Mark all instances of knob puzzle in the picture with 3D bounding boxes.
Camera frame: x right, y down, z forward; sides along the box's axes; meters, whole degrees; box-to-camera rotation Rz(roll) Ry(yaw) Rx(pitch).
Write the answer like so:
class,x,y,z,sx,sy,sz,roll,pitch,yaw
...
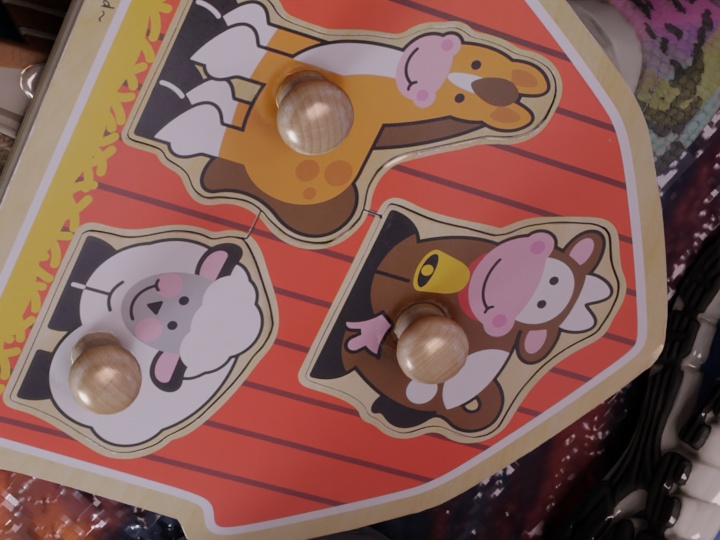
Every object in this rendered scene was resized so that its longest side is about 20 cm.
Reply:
class,x,y,z,sx,sy,sz,roll,pitch,yaw
knob puzzle,0.000,0.000,0.767,0.218,0.031,0.221,-8,121,-13

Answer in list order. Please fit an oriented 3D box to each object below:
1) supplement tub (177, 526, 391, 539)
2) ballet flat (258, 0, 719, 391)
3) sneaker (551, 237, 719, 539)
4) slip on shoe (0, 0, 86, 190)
class,x,y,z,sx,sy,sz,roll,pitch,yaw
supplement tub,0.000,0.161,0.795,0.144,0.200,0.146,-6,110,-16
ballet flat,0.023,-0.031,0.806,0.199,0.069,0.071,-35,144,-1
sneaker,0.115,0.089,0.874,0.089,0.079,0.201,27,93,-26
slip on shoe,-0.126,-0.054,0.756,0.199,0.076,0.061,15,115,-28
